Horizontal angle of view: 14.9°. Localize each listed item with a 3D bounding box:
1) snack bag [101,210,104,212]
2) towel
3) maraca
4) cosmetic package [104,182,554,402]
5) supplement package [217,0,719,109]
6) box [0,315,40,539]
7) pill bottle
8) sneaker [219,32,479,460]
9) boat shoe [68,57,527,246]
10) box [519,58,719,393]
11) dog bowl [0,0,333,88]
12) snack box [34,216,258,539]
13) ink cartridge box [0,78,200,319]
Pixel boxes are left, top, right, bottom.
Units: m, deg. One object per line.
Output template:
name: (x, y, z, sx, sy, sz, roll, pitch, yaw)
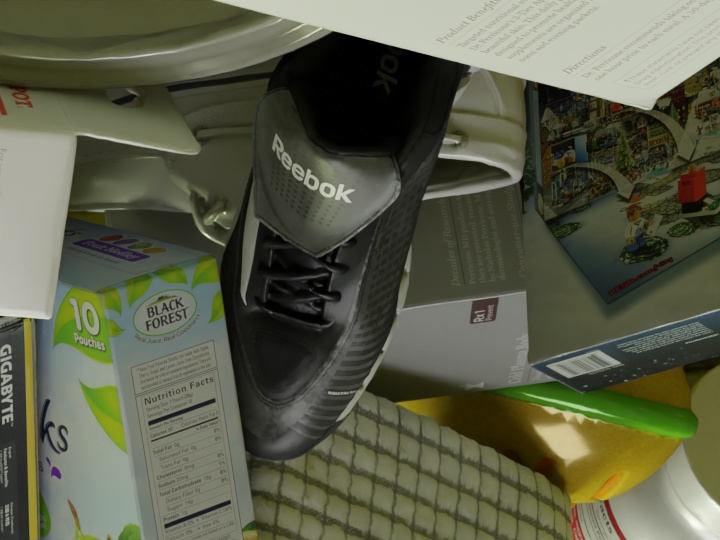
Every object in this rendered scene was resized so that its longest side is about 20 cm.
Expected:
snack bag: (-0.145, -0.075, 1.002, 0.187, 0.022, 0.200, 5, 155, -18)
towel: (-0.002, 0.144, 1.080, 0.085, 0.167, 0.199, -16, 149, 41)
maraca: (0.050, 0.043, 1.196, 0.199, 0.108, 0.137, 14, 176, 15)
cosmetic package: (0.000, 0.000, 1.083, 0.198, 0.091, 0.107, -11, 158, -4)
supplement package: (0.038, -0.158, 0.652, 0.199, 0.148, 0.191, 11, 153, -29)
box: (-0.173, 0.070, 0.999, 0.049, 0.159, 0.201, -19, 126, -33)
pill bottle: (0.159, 0.117, 1.363, 0.111, 0.113, 0.200, 5, 156, -16)
sneaker: (-0.011, -0.027, 0.905, 0.066, 0.201, 0.090, 24, -166, 11)
boat shoe: (-0.036, -0.040, 0.989, 0.198, 0.066, 0.072, -8, 157, 9)
box: (0.145, -0.049, 0.934, 0.199, 0.138, 0.038, -18, 151, 33)
dog bowl: (-0.083, -0.129, 0.810, 0.198, 0.074, 0.200, -2, 157, -1)
snack box: (-0.113, 0.053, 0.994, 0.053, 0.143, 0.199, -17, -163, -33)
ink cartridge box: (-0.161, -0.038, 0.902, 0.199, 0.068, 0.117, 4, -159, -16)
